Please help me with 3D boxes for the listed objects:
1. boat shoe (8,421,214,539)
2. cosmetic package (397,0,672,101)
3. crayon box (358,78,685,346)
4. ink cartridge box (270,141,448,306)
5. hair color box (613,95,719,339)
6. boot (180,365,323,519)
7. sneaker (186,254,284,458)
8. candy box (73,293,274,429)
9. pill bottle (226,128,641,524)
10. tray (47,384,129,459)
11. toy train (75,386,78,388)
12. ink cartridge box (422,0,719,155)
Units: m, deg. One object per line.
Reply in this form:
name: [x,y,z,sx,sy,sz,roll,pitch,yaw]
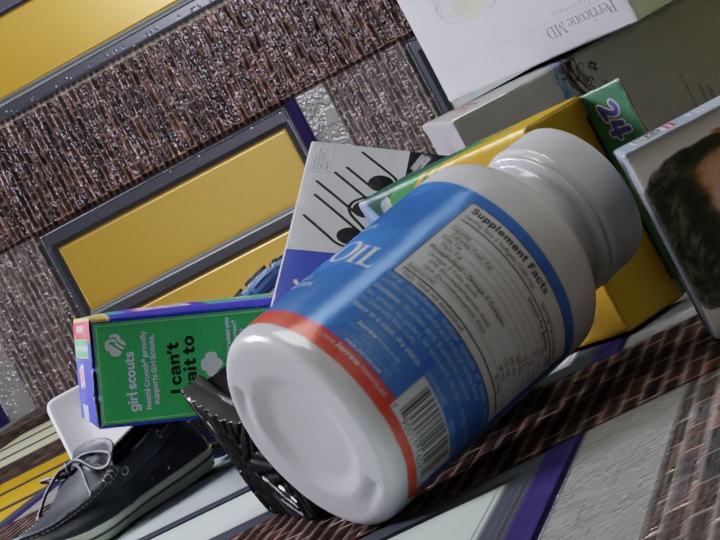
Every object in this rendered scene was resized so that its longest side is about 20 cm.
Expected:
boat shoe: [-0.180,0.149,1.563,0.075,0.062,0.200,-22,8,45]
cosmetic package: [0.106,-0.239,1.475,0.123,0.200,0.199,-34,8,-35]
crayon box: [0.096,-0.017,1.300,0.052,0.126,0.200,-31,4,-36]
ink cartridge box: [0.000,0.000,1.437,0.094,0.044,0.200,6,42,5]
hair color box: [0.231,-0.058,1.086,0.200,0.099,0.061,-28,4,4]
boot: [0.001,0.061,1.255,0.158,0.079,0.211,-36,16,-15]
sneaker: [-0.076,0.064,1.693,0.200,0.078,0.075,-46,-11,-25]
candy box: [-0.085,0.056,1.524,0.200,0.077,0.169,-7,1,-11]
pill bottle: [0.041,0.019,1.102,0.200,0.112,0.112,-40,9,-30]
tray: [-0.127,0.098,1.739,0.200,0.107,0.022,-28,-30,-5]
toy train: [-0.144,0.104,1.854,0.116,0.085,0.200,-16,6,16]
ink cartridge box: [0.166,-0.079,1.525,0.200,0.145,0.147,-28,4,-3]
